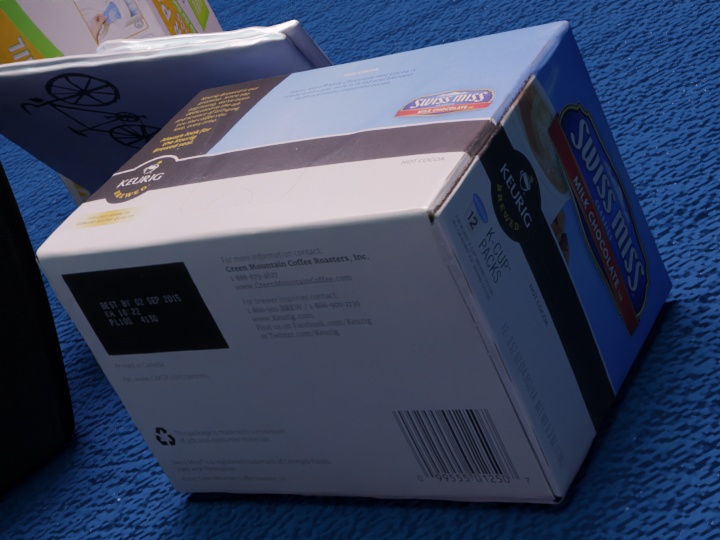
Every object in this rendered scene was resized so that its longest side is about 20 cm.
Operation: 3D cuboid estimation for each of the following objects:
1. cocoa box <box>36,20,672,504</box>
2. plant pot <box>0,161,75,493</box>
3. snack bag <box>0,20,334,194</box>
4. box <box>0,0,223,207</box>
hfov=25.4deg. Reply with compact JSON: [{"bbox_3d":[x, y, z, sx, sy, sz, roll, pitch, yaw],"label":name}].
[{"bbox_3d":[0.000,0.000,0.645,0.199,0.134,0.131,-5,33,37],"label":"cocoa box"},{"bbox_3d":[-0.255,0.036,0.769,0.199,0.178,0.199,-37,28,-22],"label":"plant pot"},{"bbox_3d":[-0.093,-0.076,0.819,0.198,0.188,0.022,-4,74,19],"label":"snack bag"},{"bbox_3d":[-0.145,-0.130,0.939,0.101,0.201,0.113,-21,29,13],"label":"box"}]
